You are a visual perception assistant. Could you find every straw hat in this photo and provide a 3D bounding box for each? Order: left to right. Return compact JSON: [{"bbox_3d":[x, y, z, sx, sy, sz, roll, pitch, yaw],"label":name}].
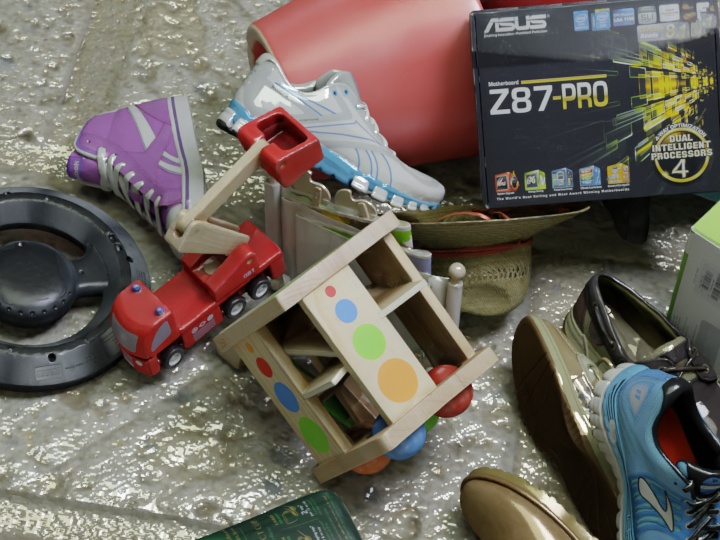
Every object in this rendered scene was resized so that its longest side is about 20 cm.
[{"bbox_3d":[0.096,-0.006,1.666,0.201,0.085,0.201,-3,6,0],"label":"straw hat"}]

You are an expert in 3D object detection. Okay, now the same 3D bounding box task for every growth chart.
[{"bbox_3d":[0.000,0.000,1.622,0.200,0.145,0.018,29,43,22],"label":"growth chart"}]

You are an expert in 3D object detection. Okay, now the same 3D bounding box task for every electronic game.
[{"bbox_3d":[-0.267,0.012,1.642,0.200,0.042,0.200,7,51,-9],"label":"electronic game"}]

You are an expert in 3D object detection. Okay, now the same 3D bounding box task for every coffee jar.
[{"bbox_3d":[-0.094,0.230,1.432,0.200,0.085,0.104,-14,54,-20],"label":"coffee jar"}]

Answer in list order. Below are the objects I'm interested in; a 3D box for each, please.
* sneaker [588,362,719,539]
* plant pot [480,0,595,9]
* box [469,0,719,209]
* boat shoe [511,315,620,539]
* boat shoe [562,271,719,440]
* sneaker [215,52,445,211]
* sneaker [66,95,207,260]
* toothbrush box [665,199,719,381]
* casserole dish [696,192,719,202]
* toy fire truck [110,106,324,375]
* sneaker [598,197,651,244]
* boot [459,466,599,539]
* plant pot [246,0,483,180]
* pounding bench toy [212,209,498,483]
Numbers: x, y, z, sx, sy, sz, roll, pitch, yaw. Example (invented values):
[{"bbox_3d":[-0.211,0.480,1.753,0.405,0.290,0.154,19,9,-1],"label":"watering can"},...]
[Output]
[{"bbox_3d":[0.231,0.164,1.479,0.078,0.090,0.200,-25,99,-31],"label":"sneaker"},{"bbox_3d":[0.179,-0.253,1.760,0.200,0.200,0.183,-17,88,-22],"label":"plant pot"},{"bbox_3d":[0.192,-0.137,1.655,0.199,0.162,0.049,-3,9,5],"label":"box"},{"bbox_3d":[0.177,0.120,1.584,0.063,0.073,0.200,-10,60,-25],"label":"boat shoe"},{"bbox_3d":[0.239,0.080,1.625,0.073,0.065,0.200,-30,58,-31],"label":"boat shoe"},{"bbox_3d":[-0.010,-0.113,1.652,0.200,0.087,0.075,24,2,-21],"label":"sneaker"},{"bbox_3d":[-0.186,-0.068,1.715,0.114,0.073,0.201,-8,38,-9],"label":"sneaker"},{"bbox_3d":[0.342,-0.016,1.674,0.086,0.146,0.200,34,53,24],"label":"toothbrush box"},{"bbox_3d":[0.285,-0.108,1.772,0.200,0.039,0.121,14,39,-45],"label":"casserole dish"},{"bbox_3d":[-0.113,-0.020,1.580,0.200,0.141,0.049,-38,60,-18],"label":"toy fire truck"},{"bbox_3d":[0.184,-0.089,1.781,0.115,0.075,0.200,-3,37,-3],"label":"sneaker"},{"bbox_3d":[0.090,0.248,1.453,0.175,0.066,0.200,33,53,23],"label":"boot"},{"bbox_3d":[0.008,-0.170,1.758,0.177,0.201,0.201,-19,52,-12],"label":"plant pot"},{"bbox_3d":[-0.015,0.076,1.569,0.124,0.200,0.156,-37,92,-31],"label":"pounding bench toy"}]
